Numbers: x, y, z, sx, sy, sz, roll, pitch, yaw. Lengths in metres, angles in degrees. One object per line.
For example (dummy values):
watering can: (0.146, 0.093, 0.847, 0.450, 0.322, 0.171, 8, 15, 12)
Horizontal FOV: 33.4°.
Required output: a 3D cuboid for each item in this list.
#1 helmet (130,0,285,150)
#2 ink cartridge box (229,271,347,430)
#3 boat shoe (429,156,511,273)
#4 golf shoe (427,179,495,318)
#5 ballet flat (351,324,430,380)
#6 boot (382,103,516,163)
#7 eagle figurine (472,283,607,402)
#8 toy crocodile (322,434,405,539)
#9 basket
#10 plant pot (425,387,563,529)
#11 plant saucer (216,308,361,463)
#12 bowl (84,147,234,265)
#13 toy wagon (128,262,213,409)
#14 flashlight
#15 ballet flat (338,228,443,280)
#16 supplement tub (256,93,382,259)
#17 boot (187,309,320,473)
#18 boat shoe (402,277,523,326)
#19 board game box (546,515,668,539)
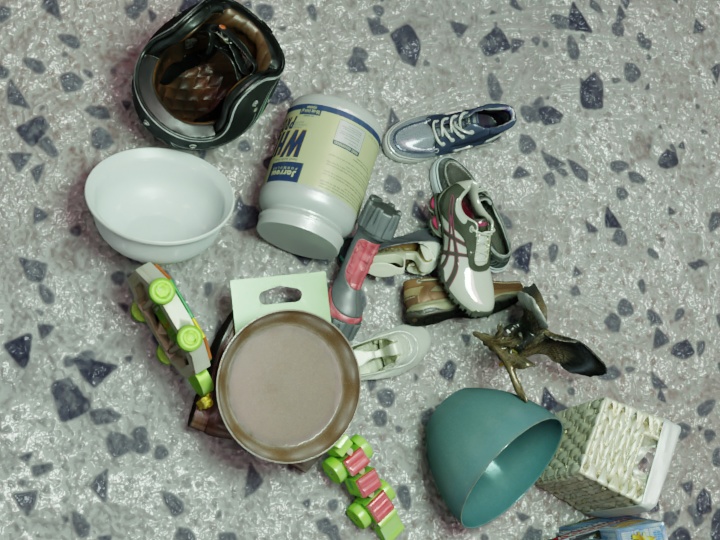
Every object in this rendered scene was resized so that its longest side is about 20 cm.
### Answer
helmet: (-0.216, -0.261, 1.648, 0.200, 0.191, 0.201, 35, 32, -26)
ink cartridge box: (-0.095, 0.106, 1.624, 0.145, 0.048, 0.202, -5, 89, -21)
boat shoe: (0.176, -0.094, 1.808, 0.072, 0.071, 0.201, -25, 76, -23)
golf shoe: (0.155, -0.031, 1.719, 0.077, 0.088, 0.201, -6, 72, -35)
ballet flat: (0.023, 0.123, 1.720, 0.199, 0.069, 0.070, -15, 84, -22)
boot: (0.135, -0.217, 1.820, 0.199, 0.090, 0.073, -15, 84, -22)
eagle figurine: (0.258, 0.098, 1.739, 0.199, 0.150, 0.153, -10, 95, -41)
toy crocodile: (0.005, 0.297, 1.664, 0.067, 0.062, 0.201, -36, 110, -24)
basket: (0.350, 0.269, 1.739, 0.123, 0.200, 0.136, 27, 71, -8)
plant pot: (0.170, 0.244, 1.698, 0.200, 0.201, 0.135, -34, 57, -23)
plant saucer: (-0.097, 0.152, 1.579, 0.199, 0.032, 0.202, 1, 87, -22)
bowl: (-0.274, -0.072, 1.620, 0.200, 0.091, 0.202, 9, 41, -8)
toy wagon: (-0.242, 0.088, 1.575, 0.039, 0.155, 0.201, -31, 91, -22)
flashlight: (0.000, 0.000, 1.681, 0.067, 0.068, 0.201, 25, 111, -1)
ballet flat: (0.066, -0.019, 1.761, 0.199, 0.073, 0.074, -4, 80, -18)
supplement tub: (-0.060, -0.132, 1.701, 0.144, 0.145, 0.201, 22, 72, -14)
boot: (-0.120, 0.166, 1.661, 0.199, 0.064, 0.188, 21, 80, -14)
boat shoe: (0.152, 0.030, 1.783, 0.199, 0.076, 0.074, -6, 69, -28)
board game box: (0.339, 0.395, 1.704, 0.199, 0.200, 0.062, -9, 82, -22)
